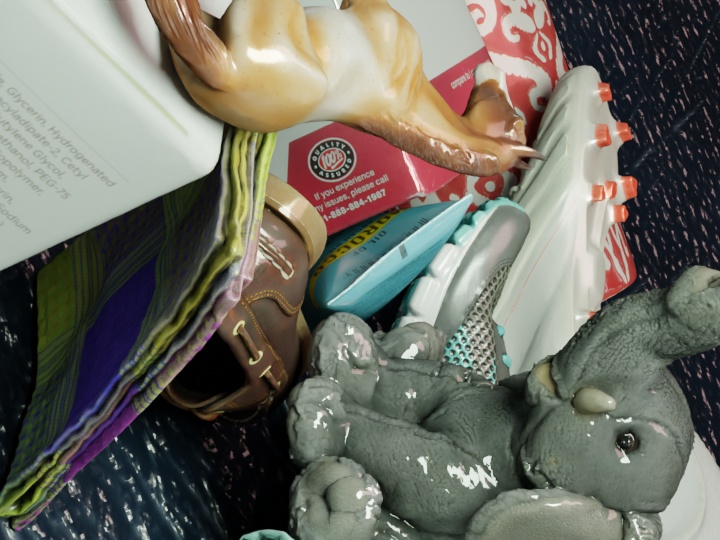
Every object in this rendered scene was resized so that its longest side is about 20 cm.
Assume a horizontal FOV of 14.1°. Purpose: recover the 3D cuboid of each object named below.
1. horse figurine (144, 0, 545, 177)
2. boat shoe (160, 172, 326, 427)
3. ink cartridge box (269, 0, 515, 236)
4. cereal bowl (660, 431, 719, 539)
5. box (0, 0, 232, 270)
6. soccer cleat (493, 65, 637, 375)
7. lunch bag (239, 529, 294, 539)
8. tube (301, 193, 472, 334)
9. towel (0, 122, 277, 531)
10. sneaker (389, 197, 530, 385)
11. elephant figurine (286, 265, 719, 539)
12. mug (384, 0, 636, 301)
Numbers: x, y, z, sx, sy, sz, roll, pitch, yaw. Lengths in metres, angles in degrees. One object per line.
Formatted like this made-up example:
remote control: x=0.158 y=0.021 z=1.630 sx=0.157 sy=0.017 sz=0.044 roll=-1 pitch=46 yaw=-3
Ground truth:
horse figurine: x=-0.024 y=-0.094 z=1.072 sx=0.200 sy=0.050 sz=0.133 roll=3 pitch=64 yaw=-52
boat shoe: x=-0.061 y=0.026 z=1.221 sx=0.070 sy=0.070 sz=0.200 roll=-59 pitch=170 yaw=-22
ink cartridge box: x=-0.047 y=-0.114 z=1.327 sx=0.200 sy=0.145 sz=0.145 roll=65 pitch=27 yaw=-6
cereal bowl: x=0.108 y=0.116 z=1.423 sx=0.200 sy=0.083 sz=0.200 roll=19 pitch=48 yaw=-23
box: x=-0.162 y=-0.133 z=1.105 sx=0.200 sy=0.171 sz=0.199 roll=46 pitch=35 yaw=-34
soccer cleat: x=0.086 y=-0.013 z=1.402 sx=0.069 sy=0.078 sz=0.200 roll=56 pitch=35 yaw=-52
lunch bag: x=-0.015 y=0.224 z=1.170 sx=0.170 sy=0.122 sz=0.200 roll=44 pitch=41 yaw=-36
tube: x=0.000 y=0.000 z=1.310 sx=0.050 sy=0.077 sz=0.200 roll=48 pitch=-11 yaw=-4
towel: x=-0.086 y=0.000 z=1.136 sx=0.023 sy=0.200 sz=0.144 roll=25 pitch=46 yaw=-20
sneaker: x=0.046 y=0.066 z=1.331 sx=0.078 sy=0.091 sz=0.200 roll=97 pitch=16 yaw=-89
elephant figurine: x=0.078 y=0.083 z=1.211 sx=0.155 sy=0.200 sz=0.142 roll=38 pitch=53 yaw=-68
mug: x=0.066 y=-0.074 z=1.518 sx=0.178 sy=0.133 sz=0.200 roll=-30 pitch=99 yaw=-62
